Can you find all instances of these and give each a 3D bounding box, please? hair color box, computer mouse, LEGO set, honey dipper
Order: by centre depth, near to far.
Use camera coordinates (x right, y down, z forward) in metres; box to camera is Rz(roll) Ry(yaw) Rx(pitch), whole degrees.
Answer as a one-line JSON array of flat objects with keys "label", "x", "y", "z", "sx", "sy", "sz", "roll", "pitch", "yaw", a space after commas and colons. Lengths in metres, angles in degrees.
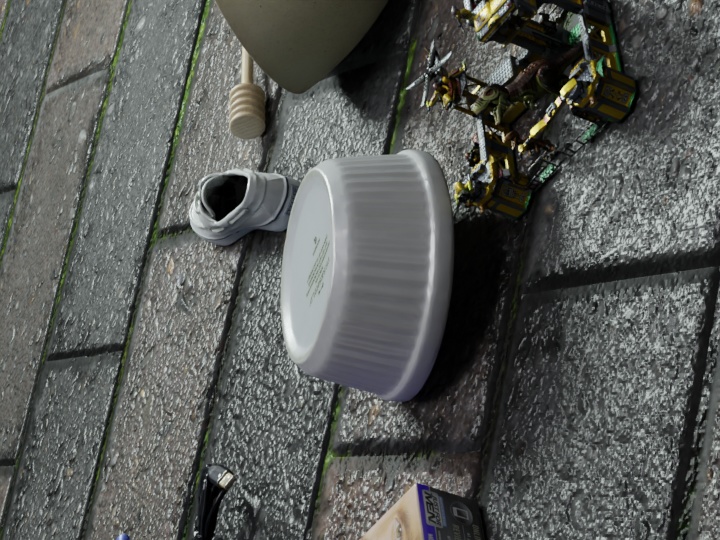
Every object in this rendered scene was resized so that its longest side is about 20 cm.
[{"label": "hair color box", "x": 0.018, "y": 0.262, "z": 1.555, "sx": 0.200, "sy": 0.065, "sz": 0.110, "roll": -48, "pitch": 35, "yaw": 36}, {"label": "LEGO set", "x": 0.107, "y": -0.142, "z": 1.576, "sx": 0.200, "sy": 0.115, "sz": 0.155, "roll": -39, "pitch": 42, "yaw": 47}, {"label": "computer mouse", "x": -0.109, "y": 0.250, "z": 1.807, "sx": 0.200, "sy": 0.046, "sz": 0.141, "roll": -144, "pitch": 61, "yaw": -71}, {"label": "honey dipper", "x": -0.116, "y": -0.219, "z": 2.132, "sx": 0.038, "sy": 0.038, "sz": 0.201, "roll": -46, "pitch": 34, "yaw": 40}]

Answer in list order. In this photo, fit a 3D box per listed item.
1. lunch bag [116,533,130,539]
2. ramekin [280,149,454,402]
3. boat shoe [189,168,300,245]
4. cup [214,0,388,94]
[{"label": "lunch bag", "x": -0.221, "y": 0.291, "z": 1.828, "sx": 0.201, "sy": 0.149, "sz": 0.095, "roll": 112, "pitch": 158, "yaw": -47}, {"label": "ramekin", "x": 0.000, "y": 0.000, "z": 1.658, "sx": 0.202, "sy": 0.094, "sz": 0.204, "roll": -174, "pitch": 90, "yaw": -74}, {"label": "boat shoe", "x": -0.129, "y": -0.071, "z": 2.026, "sx": 0.200, "sy": 0.065, "sz": 0.074, "roll": -14, "pitch": 62, "yaw": 58}, {"label": "cup", "x": -0.044, "y": -0.284, "z": 1.901, "sx": 0.143, "sy": 0.200, "sz": 0.201, "roll": -28, "pitch": 43, "yaw": 17}]
